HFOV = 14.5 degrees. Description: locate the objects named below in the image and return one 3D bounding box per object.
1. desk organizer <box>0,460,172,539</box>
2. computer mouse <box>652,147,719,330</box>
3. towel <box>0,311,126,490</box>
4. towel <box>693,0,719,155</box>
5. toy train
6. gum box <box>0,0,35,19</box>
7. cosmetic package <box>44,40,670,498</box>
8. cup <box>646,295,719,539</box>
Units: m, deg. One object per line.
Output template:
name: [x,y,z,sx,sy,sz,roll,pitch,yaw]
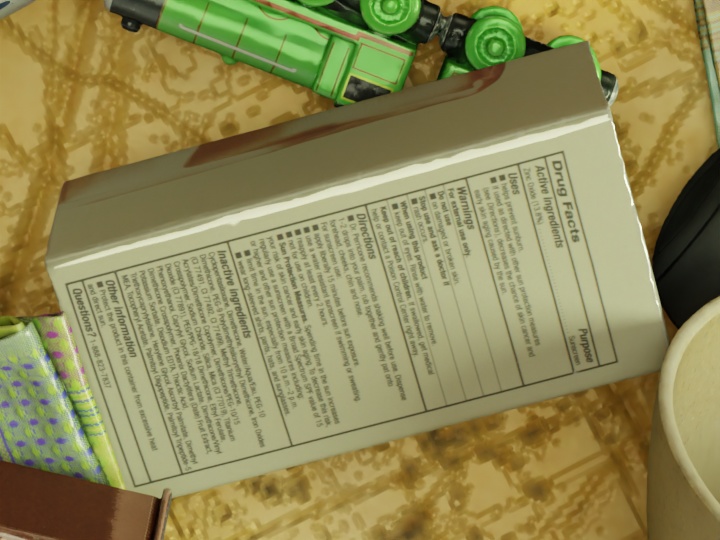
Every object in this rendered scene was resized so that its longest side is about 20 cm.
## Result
desk organizer: [-0.124,0.168,0.948,0.077,0.072,0.201,13,104,-4]
computer mouse: [0.163,-0.073,1.020,0.140,0.046,0.200,44,89,-2]
towel: [-0.177,0.089,0.998,0.199,0.023,0.144,-8,115,18]
towel: [0.206,-0.042,1.055,0.146,0.022,0.201,-11,90,-2]
toy train: [-0.004,-0.087,1.039,0.199,0.042,0.057,21,102,-2]
gum box: [-0.185,-0.100,0.996,0.199,0.114,0.066,-28,92,-1]
cosmetic package: [0.000,0.000,0.997,0.199,0.087,0.104,-13,111,5]
cup: [0.182,0.116,0.967,0.199,0.201,0.144,12,125,-2]
